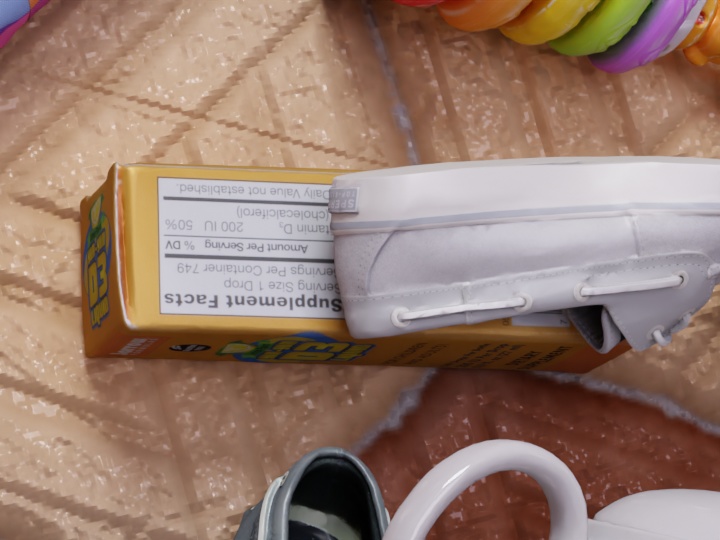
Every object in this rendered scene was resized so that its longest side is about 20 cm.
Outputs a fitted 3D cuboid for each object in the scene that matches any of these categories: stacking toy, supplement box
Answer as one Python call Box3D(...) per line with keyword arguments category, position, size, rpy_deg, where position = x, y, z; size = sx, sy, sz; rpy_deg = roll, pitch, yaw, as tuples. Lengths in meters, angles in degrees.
Box3D(category="stacking toy", position=(0.094, -0.119, 1.143), size=(0.200, 0.110, 0.116), rpy_deg=(27, 84, -21))
Box3D(category="supplement box", position=(0.000, 0.000, 1.090), size=(0.200, 0.067, 0.069), rpy_deg=(4, 76, -16))

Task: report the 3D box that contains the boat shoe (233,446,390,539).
Box3D(category="boat shoe", position=(-0.022, 0.137, 0.995), size=(0.073, 0.062, 0.200), rpy_deg=(18, 35, -8))

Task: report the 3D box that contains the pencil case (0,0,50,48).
Box3D(category="pencil case", position=(-0.146, -0.118, 1.066), size=(0.200, 0.088, 0.088), rpy_deg=(-42, 91, -24))

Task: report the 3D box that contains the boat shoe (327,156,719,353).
Box3D(category="boat shoe", position=(0.087, -0.005, 1.051), size=(0.200, 0.072, 0.069), rpy_deg=(-3, 95, -22))

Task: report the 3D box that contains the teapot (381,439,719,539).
Box3D(category="teapot", position=(0.118, 0.135, 1.012), size=(0.197, 0.200, 0.146), rpy_deg=(11, 87, 16))
